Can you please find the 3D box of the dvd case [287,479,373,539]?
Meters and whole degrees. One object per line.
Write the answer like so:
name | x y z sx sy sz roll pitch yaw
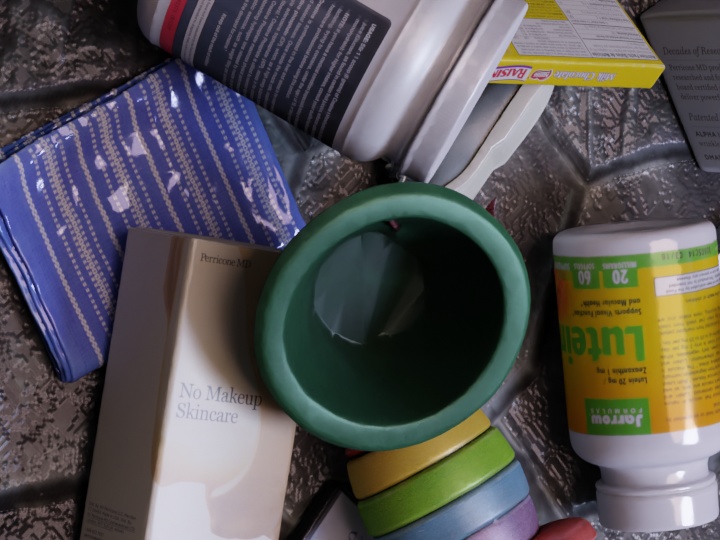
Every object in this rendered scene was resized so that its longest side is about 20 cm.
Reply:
dvd case | 0.007 0.251 1.552 0.200 0.018 0.143 46 67 -27

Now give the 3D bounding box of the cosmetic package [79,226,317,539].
cosmetic package | -0.095 0.081 1.431 0.105 0.071 0.201 7 92 -40

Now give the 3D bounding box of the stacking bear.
stacking bear | 0.040 0.116 1.510 0.201 0.121 0.114 61 27 1

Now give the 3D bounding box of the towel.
towel | -0.129 -0.039 1.446 0.200 0.024 0.146 -33 110 -30

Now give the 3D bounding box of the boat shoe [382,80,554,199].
boat shoe | 0.045 -0.066 1.558 0.062 0.073 0.200 36 73 14

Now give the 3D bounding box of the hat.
hat | 0.000 0.000 1.455 0.200 0.176 0.166 38 97 -33

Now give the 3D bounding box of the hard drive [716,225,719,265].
hard drive | 0.334 0.027 1.771 0.132 0.027 0.200 -45 114 -26

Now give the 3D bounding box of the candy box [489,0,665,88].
candy box | 0.096 -0.162 1.564 0.199 0.026 0.103 -1 48 -35

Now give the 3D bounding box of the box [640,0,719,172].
box | 0.341 -0.170 1.667 0.199 0.199 0.131 -36 113 -28

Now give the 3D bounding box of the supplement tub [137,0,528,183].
supplement tub | -0.017 -0.152 1.407 0.199 0.140 0.141 31 71 2

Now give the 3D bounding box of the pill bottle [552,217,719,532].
pill bottle | 0.192 0.070 1.621 0.111 0.111 0.201 -9 96 -34
